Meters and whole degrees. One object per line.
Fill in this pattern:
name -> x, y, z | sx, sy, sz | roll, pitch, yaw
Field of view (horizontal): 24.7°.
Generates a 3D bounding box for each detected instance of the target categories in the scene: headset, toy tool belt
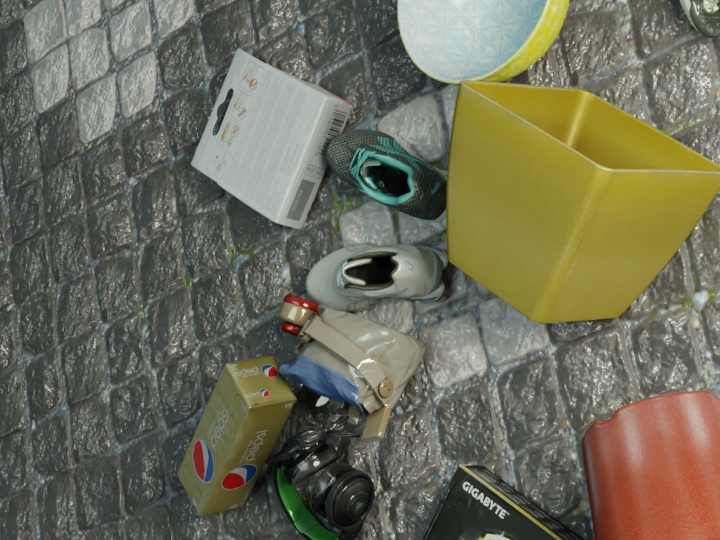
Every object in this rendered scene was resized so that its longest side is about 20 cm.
headset -> -0.049, 0.224, 1.763 | 0.123, 0.094, 0.201 | 45, 139, 25
toy tool belt -> -0.031, 0.106, 1.787 | 0.199, 0.125, 0.124 | 17, 84, 42

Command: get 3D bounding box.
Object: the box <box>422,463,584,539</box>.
box -> 0.144, 0.312, 1.643 | 0.200, 0.049, 0.160 | 35, 106, 39

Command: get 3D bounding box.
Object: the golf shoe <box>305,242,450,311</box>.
golf shoe -> 0.000, 0.000, 1.797 | 0.199, 0.097, 0.079 | -9, 77, 41

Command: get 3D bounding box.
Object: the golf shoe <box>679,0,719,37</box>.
golf shoe -> 0.318, -0.308, 1.609 | 0.088, 0.077, 0.201 | -40, 54, 52

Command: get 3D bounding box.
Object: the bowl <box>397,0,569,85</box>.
bowl -> 0.147, -0.279, 1.715 | 0.199, 0.107, 0.202 | -10, 75, 39

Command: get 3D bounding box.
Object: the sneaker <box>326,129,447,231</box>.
sneaker -> 0.024, -0.111, 1.800 | 0.199, 0.091, 0.078 | 27, 99, 41

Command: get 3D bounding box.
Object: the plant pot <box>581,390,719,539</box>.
plant pot -> 0.288, 0.225, 1.453 | 0.200, 0.200, 0.196 | -31, 54, 33

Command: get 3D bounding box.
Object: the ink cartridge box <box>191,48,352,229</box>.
ink cartridge box -> -0.109, -0.158, 1.964 | 0.200, 0.050, 0.163 | 35, 105, 48

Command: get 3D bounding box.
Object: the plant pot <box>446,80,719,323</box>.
plant pot -> 0.196, -0.059, 1.587 | 0.200, 0.199, 0.177 | 37, 118, 39

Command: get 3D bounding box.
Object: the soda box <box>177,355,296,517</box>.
soda box -> -0.142, 0.189, 1.861 | 0.068, 0.064, 0.201 | 57, 139, 32
